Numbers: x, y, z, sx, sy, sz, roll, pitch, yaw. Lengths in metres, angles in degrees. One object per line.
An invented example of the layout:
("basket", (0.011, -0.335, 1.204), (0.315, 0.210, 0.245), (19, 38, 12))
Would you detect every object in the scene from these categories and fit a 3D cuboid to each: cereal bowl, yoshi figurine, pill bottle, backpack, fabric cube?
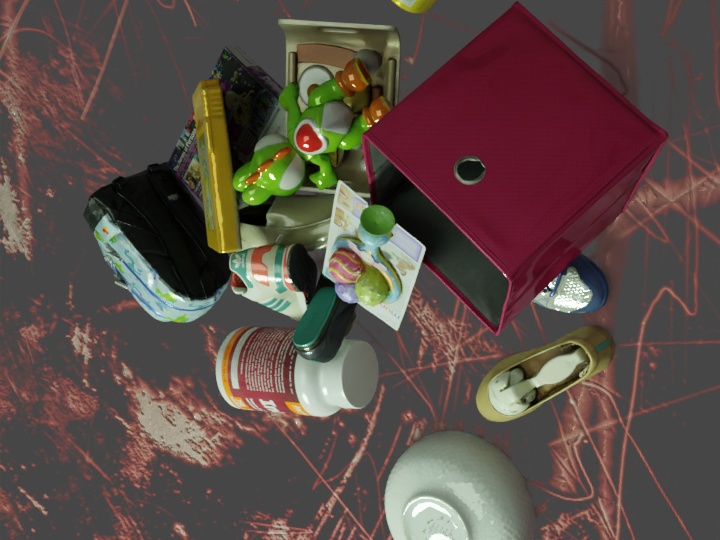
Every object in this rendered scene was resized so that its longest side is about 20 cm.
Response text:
("cereal bowl", (0.110, 0.305, 1.171), (0.199, 0.083, 0.202), (9, 106, 32))
("yoshi figurine", (-0.057, -0.149, 1.085), (0.199, 0.112, 0.113), (-35, 51, 12))
("pill bottle", (-0.082, 0.131, 1.234), (0.199, 0.113, 0.114), (-1, 102, 34))
("backpack", (-0.266, -0.027, 1.303), (0.200, 0.163, 0.154), (40, 130, 11))
("fabric cube", (0.142, -0.092, 0.925), (0.199, 0.200, 0.196), (-41, 74, -9))

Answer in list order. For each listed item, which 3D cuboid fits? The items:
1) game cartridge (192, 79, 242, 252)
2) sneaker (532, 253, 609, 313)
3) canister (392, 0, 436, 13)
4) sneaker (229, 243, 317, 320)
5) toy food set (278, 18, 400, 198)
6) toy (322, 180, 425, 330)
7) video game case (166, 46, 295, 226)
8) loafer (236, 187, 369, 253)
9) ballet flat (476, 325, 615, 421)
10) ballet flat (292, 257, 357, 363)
("game cartridge", (-0.180, -0.126, 1.165), (0.176, 0.032, 0.202), (-165, 66, -76))
("sneaker", (0.172, 0.001, 1.045), (0.199, 0.088, 0.076), (24, 113, 25))
("canister", (0.081, -0.395, 1.003), (0.149, 0.086, 0.200), (53, 126, 11))
("sneaker", (-0.108, 0.012, 1.178), (0.093, 0.200, 0.071), (4, 74, 6))
("toy food set", (-0.030, -0.191, 1.121), (0.142, 0.060, 0.202), (6, 106, 13))
("toy", (0.000, 0.000, 1.024), (0.115, 0.047, 0.200), (38, 151, 13))
("video game case", (-0.153, -0.160, 1.251), (0.181, 0.036, 0.200), (43, 122, 15))
("loafer", (-0.083, -0.064, 1.183), (0.199, 0.076, 0.068), (-17, 122, 24))
("ballet flat", (0.196, 0.121, 1.076), (0.200, 0.063, 0.069), (-39, 80, 35))
("ballet flat", (-0.021, 0.026, 1.168), (0.073, 0.073, 0.201), (11, 65, 31))
